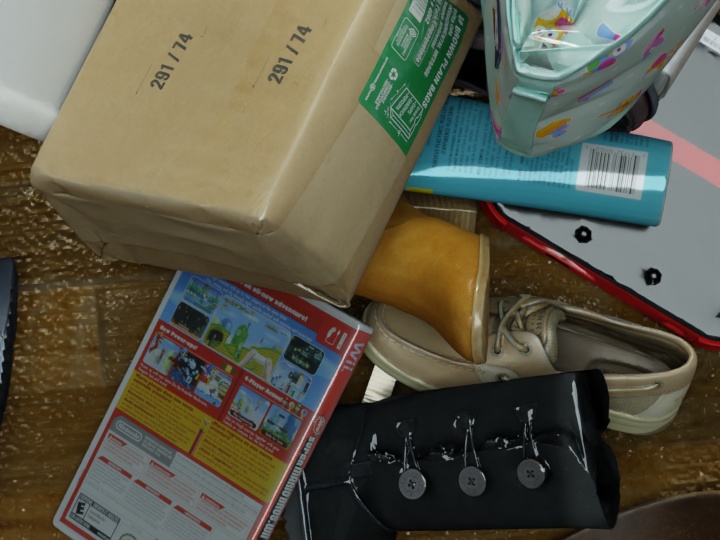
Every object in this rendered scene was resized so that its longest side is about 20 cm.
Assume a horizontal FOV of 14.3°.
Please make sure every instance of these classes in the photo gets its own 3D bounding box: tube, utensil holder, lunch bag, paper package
[{"bbox_3d":[0.082,-0.068,1.678,0.199,0.051,0.078,11,54,2],"label":"tube"},{"bbox_3d":[-0.214,-0.195,1.651,0.169,0.170,0.201,21,90,0],"label":"utensil holder"},{"bbox_3d":[0.130,-0.162,1.529,0.122,0.170,0.201,33,79,4],"label":"lunch bag"},{"bbox_3d":[-0.058,-0.098,1.615,0.190,0.103,0.201,12,68,37],"label":"paper package"}]

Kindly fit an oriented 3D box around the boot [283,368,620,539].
[{"bbox_3d":[0.058,0.146,1.673,0.199,0.066,0.166,-9,103,18],"label":"boot"}]

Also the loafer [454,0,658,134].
[{"bbox_3d":[0.078,-0.117,1.660,0.199,0.072,0.063,28,61,31],"label":"loafer"}]

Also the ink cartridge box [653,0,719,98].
[{"bbox_3d":[0.168,-0.224,1.669,0.144,0.084,0.201,32,86,4],"label":"ink cartridge box"}]

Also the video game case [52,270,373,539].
[{"bbox_3d":[-0.089,0.094,1.693,0.143,0.017,0.201,29,94,37],"label":"video game case"}]

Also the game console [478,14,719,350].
[{"bbox_3d":[0.187,-0.067,1.719,0.199,0.031,0.178,30,87,-1],"label":"game console"}]

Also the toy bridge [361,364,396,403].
[{"bbox_3d":[0.009,0.077,1.724,0.199,0.027,0.068,19,93,1],"label":"toy bridge"}]

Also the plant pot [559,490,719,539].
[{"bbox_3d":[0.193,0.261,1.666,0.186,0.187,0.201,-23,105,2],"label":"plant pot"}]

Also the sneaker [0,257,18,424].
[{"bbox_3d":[-0.255,0.085,1.709,0.081,0.070,0.201,12,91,-2],"label":"sneaker"}]

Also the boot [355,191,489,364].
[{"bbox_3d":[0.000,-0.001,1.641,0.143,0.201,0.071,1,112,-4],"label":"boot"}]

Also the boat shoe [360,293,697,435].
[{"bbox_3d":[0.099,0.041,1.691,0.199,0.065,0.072,11,54,-5],"label":"boat shoe"}]
